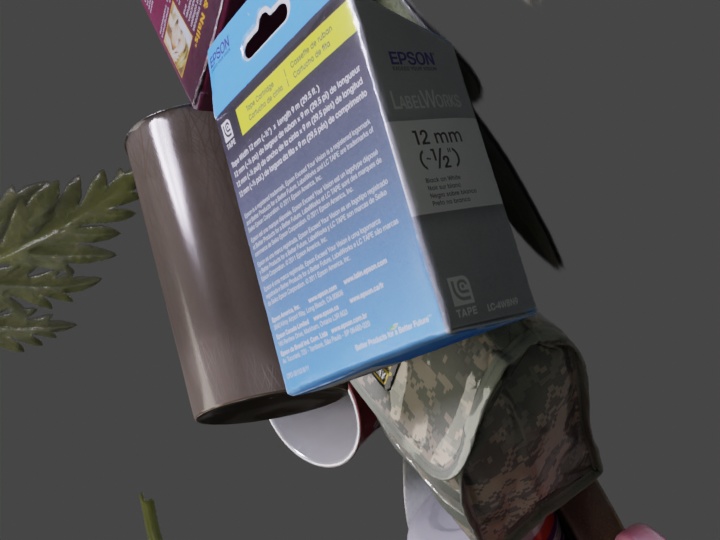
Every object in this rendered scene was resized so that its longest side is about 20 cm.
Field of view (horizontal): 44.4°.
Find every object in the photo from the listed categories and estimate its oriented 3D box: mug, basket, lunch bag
[{"bbox_3d":[0.004,0.085,0.950,0.132,0.199,0.181,11,115,36],"label":"mug"},{"bbox_3d":[-0.079,0.002,0.652,0.179,0.135,0.203,10,-116,-53],"label":"basket"},{"bbox_3d":[0.056,0.058,0.551,0.164,0.117,0.201,47,167,41],"label":"lunch bag"}]

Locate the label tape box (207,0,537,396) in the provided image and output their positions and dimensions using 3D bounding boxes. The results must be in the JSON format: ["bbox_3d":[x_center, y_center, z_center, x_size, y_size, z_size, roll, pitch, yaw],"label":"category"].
[{"bbox_3d":[-0.006,-0.051,0.453,0.143,0.065,0.203,-27,74,52],"label":"label tape box"}]

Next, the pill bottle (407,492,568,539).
[{"bbox_3d":[0.122,0.257,0.668,0.202,0.111,0.112,62,177,-13],"label":"pill bottle"}]

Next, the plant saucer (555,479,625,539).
[{"bbox_3d":[0.165,0.187,0.710,0.202,0.034,0.200,62,176,7],"label":"plant saucer"}]

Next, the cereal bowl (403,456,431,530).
[{"bbox_3d":[0.112,0.226,1.044,0.200,0.082,0.204,-2,-90,-73],"label":"cereal bowl"}]

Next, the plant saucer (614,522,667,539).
[{"bbox_3d":[0.199,0.252,0.518,0.203,0.050,0.201,62,176,6],"label":"plant saucer"}]

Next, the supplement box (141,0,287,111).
[{"bbox_3d":[-0.088,-0.205,0.585,0.201,0.084,0.111,60,138,38],"label":"supplement box"}]
